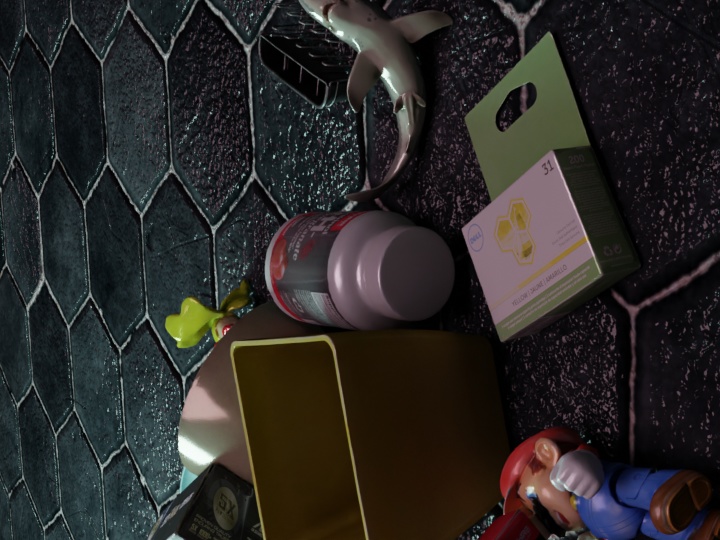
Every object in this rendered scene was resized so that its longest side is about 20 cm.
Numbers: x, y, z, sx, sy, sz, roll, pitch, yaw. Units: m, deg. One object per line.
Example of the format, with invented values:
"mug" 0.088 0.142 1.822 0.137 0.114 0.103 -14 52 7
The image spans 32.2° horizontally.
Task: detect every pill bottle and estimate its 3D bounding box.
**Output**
"pill bottle" 0.000 0.000 1.161 0.199 0.110 0.112 4 100 59

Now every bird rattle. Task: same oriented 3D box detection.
"bird rattle" -0.131 0.102 1.450 0.200 0.112 0.164 35 147 48

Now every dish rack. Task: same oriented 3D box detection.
"dish rack" -0.036 -0.276 1.219 0.153 0.054 0.202 42 130 48

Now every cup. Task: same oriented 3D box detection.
"cup" -0.066 0.152 1.259 0.142 0.200 0.202 28 123 26

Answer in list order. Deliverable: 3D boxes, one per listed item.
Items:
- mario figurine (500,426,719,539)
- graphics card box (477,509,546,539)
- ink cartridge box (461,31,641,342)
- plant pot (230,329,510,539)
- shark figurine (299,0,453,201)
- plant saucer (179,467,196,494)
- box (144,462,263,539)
"mario figurine" 0.170 0.183 0.918 0.199 0.105 0.125 2 100 58
"graphics card box" 0.135 0.293 0.907 0.200 0.125 0.051 49 145 -2
"ink cartridge box" 0.131 -0.064 0.988 0.145 0.047 0.202 -42 63 55
"plant pot" 0.020 0.142 1.089 0.199 0.175 0.203 -9 92 60
"shark figurine" 0.027 -0.167 1.140 0.090 0.127 0.217 -104 1 -65
"plant saucer" -0.180 0.333 1.617 0.199 0.036 0.203 19 113 56
"box" -0.113 0.305 1.257 0.199 0.087 0.164 35 142 -7
